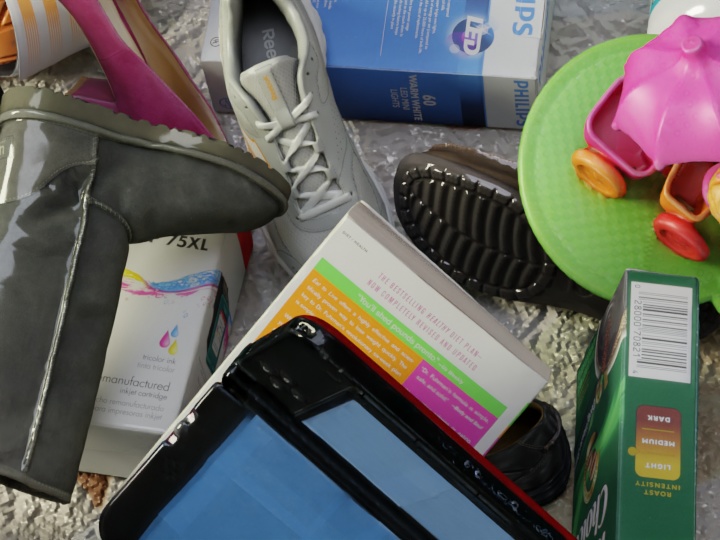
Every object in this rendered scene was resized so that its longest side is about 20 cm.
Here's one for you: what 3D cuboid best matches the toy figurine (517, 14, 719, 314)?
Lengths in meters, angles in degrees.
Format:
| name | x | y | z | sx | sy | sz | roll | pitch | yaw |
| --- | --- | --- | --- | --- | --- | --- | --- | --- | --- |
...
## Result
| name | x | y | z | sx | sy | sz | roll | pitch | yaw |
| --- | --- | --- | --- | --- | --- | --- | --- | --- | --- |
| toy figurine | 0.184 | -0.052 | 1.167 | 0.200 | 0.184 | 0.150 | 39 | 80 | 3 |

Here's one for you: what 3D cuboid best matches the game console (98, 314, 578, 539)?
| name | x | y | z | sx | sy | sz | roll | pitch | yaw |
| --- | --- | --- | --- | --- | --- | --- | --- | --- | --- |
| game console | -0.006 | 0.137 | 1.123 | 0.200 | 0.172 | 0.119 | 41 | 71 | -7 |

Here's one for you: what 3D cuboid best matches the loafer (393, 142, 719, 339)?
| name | x | y | z | sx | sy | sz | roll | pitch | yaw |
| --- | --- | --- | --- | --- | --- | --- | --- | --- | --- |
| loafer | 0.114 | -0.021 | 1.308 | 0.199 | 0.073 | 0.071 | 23 | 40 | 8 |

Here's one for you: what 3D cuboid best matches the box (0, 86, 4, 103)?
| name | x | y | z | sx | sy | sz | roll | pitch | yaw |
| --- | --- | --- | --- | --- | --- | --- | --- | --- | --- |
| box | -0.294 | -0.048 | 1.293 | 0.199 | 0.124 | 0.149 | -35 | 51 | 5 |

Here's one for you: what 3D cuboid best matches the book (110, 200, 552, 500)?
| name | x | y | z | sx | sy | sz | roll | pitch | yaw |
| --- | --- | --- | --- | --- | --- | --- | --- | --- | --- |
| book | -0.016 | 0.085 | 1.190 | 0.133 | 0.048 | 0.200 | 41 | 105 | 0 |

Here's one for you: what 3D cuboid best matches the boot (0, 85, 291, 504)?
| name | x | y | z | sx | sy | sz | roll | pitch | yaw |
| --- | --- | --- | --- | --- | --- | --- | --- | --- | --- |
| boot | -0.135 | 0.022 | 1.219 | 0.180 | 0.073 | 0.202 | 14 | 70 | -17 |

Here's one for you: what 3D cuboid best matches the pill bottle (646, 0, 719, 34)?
| name | x | y | z | sx | sy | sz | roll | pitch | yaw |
| --- | --- | --- | --- | --- | --- | --- | --- | --- | --- |
| pill bottle | 0.224 | -0.166 | 1.348 | 0.110 | 0.111 | 0.201 | 5 | 61 | 9 |

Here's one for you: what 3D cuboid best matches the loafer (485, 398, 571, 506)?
| name | x | y | z | sx | sy | sz | roll | pitch | yaw |
| --- | --- | --- | --- | --- | --- | --- | --- | --- | --- |
| loafer | 0.012 | 0.093 | 1.243 | 0.198 | 0.072 | 0.073 | -9 | 60 | 2 |

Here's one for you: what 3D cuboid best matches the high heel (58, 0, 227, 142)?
| name | x | y | z | sx | sy | sz | roll | pitch | yaw |
| --- | --- | --- | --- | --- | --- | --- | --- | --- | --- |
| high heel | -0.129 | -0.153 | 1.339 | 0.095 | 0.202 | 0.067 | 4 | 26 | 15 |

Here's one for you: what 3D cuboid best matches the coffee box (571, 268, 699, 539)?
| name | x | y | z | sx | sy | sz | roll | pitch | yaw |
| --- | --- | --- | --- | --- | --- | --- | --- | --- | --- |
| coffee box | 0.137 | 0.114 | 1.187 | 0.044 | 0.123 | 0.202 | 7 | 61 | -4 |

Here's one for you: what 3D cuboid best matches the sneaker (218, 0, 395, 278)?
| name | x | y | z | sx | sy | sz | roll | pitch | yaw |
| --- | --- | --- | --- | --- | --- | --- | --- | --- | --- |
| sneaker | -0.039 | -0.075 | 1.295 | 0.075 | 0.092 | 0.201 | -22 | 78 | 4 |

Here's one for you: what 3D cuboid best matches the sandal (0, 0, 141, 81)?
| name | x | y | z | sx | sy | sz | roll | pitch | yaw |
| --- | --- | --- | --- | --- | --- | --- | --- | --- | --- |
| sandal | -0.218 | -0.145 | 1.393 | 0.205 | 0.080 | 0.059 | -22 | 25 | -8 |

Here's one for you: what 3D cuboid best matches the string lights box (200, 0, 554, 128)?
| name | x | y | z | sx | sy | sz | roll | pitch | yaw |
| --- | --- | --- | --- | --- | --- | --- | --- | --- | --- |
| string lights box | 0.013 | -0.146 | 1.390 | 0.198 | 0.059 | 0.104 | 4 | 61 | 9 |

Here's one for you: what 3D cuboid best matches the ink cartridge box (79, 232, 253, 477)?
| name | x | y | z | sx | sy | sz | roll | pitch | yaw |
| --- | --- | --- | --- | --- | --- | --- | --- | --- | --- |
| ink cartridge box | -0.131 | 0.011 | 1.310 | 0.115 | 0.067 | 0.201 | 7 | 61 | 10 |
